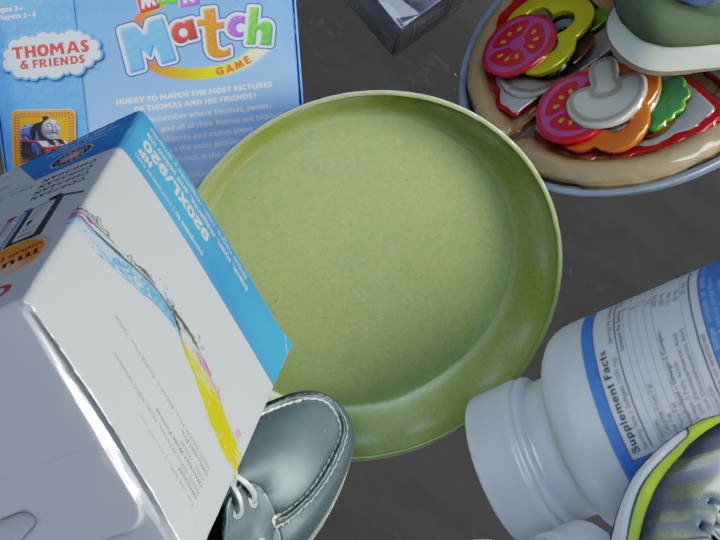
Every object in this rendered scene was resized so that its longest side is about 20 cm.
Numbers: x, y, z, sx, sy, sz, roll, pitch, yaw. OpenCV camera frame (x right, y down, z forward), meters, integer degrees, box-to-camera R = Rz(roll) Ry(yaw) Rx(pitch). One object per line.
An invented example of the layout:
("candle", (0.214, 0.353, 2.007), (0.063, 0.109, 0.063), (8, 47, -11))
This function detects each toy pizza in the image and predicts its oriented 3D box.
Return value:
("toy pizza", (0.141, -0.120, 1.339), (0.200, 0.032, 0.200), (-15, 47, 16))

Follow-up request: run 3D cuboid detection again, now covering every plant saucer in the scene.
("plant saucer", (0.000, 0.000, 1.312), (0.200, 0.031, 0.200), (-5, 114, -11))

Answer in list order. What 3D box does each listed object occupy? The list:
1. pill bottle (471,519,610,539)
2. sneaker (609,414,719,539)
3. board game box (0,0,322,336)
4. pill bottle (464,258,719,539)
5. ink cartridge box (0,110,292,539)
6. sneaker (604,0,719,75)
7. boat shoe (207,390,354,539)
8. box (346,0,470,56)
("pill bottle", (0.035, 0.190, 1.219), (0.200, 0.109, 0.109), (-23, 79, -25))
("sneaker", (0.146, 0.150, 1.176), (0.074, 0.081, 0.200), (44, 66, -29))
("board game box", (-0.102, -0.056, 1.303), (0.151, 0.037, 0.200), (-7, 115, -7))
("pill bottle", (0.157, 0.062, 1.286), (0.200, 0.112, 0.112), (-25, 78, 20))
("ink cartridge box", (-0.145, 0.051, 1.195), (0.147, 0.200, 0.145), (-23, 110, 21))
("sneaker", (0.216, -0.149, 1.253), (0.200, 0.090, 0.067), (-11, 56, -7))
("boat shoe", (-0.071, 0.118, 1.250), (0.200, 0.062, 0.073), (-38, 78, -29))
("box", (0.048, -0.235, 1.407), (0.200, 0.048, 0.158), (-37, 83, -11))
